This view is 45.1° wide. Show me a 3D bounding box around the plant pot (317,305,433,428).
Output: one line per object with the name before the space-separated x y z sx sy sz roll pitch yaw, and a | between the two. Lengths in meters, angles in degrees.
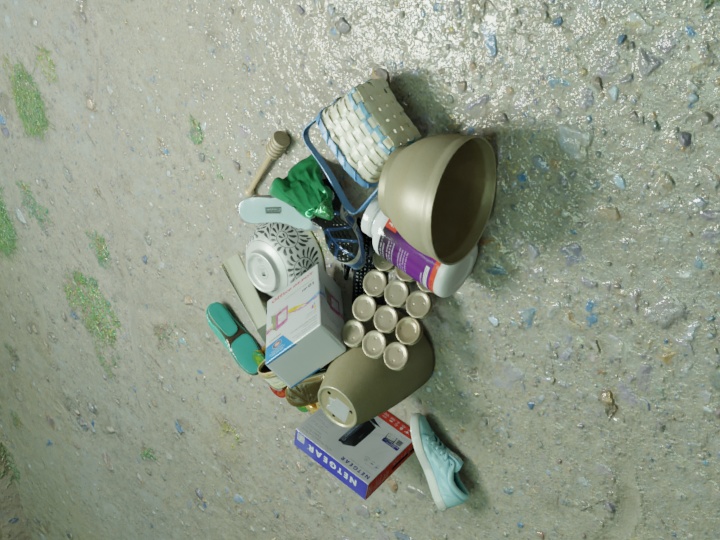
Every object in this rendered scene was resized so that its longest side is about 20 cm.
plant pot | 0.013 0.202 1.648 0.184 0.200 0.191 23 133 27

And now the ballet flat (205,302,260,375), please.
ballet flat | -0.295 0.163 2.043 0.201 0.067 0.070 53 162 6

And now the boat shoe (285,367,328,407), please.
boat shoe | -0.061 0.232 1.815 0.195 0.065 0.075 -9 109 8

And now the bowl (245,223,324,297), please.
bowl | -0.176 -0.014 1.793 0.198 0.094 0.205 22 127 32

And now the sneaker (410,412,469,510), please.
sneaker | 0.163 0.373 1.731 0.080 0.074 0.204 -20 95 17

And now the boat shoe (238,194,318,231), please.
boat shoe | -0.142 -0.119 1.717 0.194 0.068 0.076 -2 103 17

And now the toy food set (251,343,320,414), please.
toy food set | -0.151 0.240 1.925 0.195 0.049 0.203 3 129 46

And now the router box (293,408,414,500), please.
router box | -0.007 0.348 1.781 0.198 0.178 0.050 31 133 25

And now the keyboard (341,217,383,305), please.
keyboard | 0.000 0.000 1.674 0.103 0.039 0.204 25 128 30

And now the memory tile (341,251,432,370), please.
memory tile | 0.058 0.066 1.583 0.151 0.017 0.204 23 87 28

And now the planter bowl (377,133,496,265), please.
planter bowl | 0.112 -0.126 1.373 0.133 0.199 0.205 20 126 33

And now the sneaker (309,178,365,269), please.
sneaker | -0.045 -0.083 1.617 0.075 0.077 0.203 -28 58 11

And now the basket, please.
basket | -0.002 -0.213 1.475 0.199 0.138 0.178 -35 88 40

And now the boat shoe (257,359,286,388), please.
boat shoe | -0.132 0.174 1.783 0.199 0.066 0.075 -40 41 23

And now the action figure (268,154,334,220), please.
action figure | -0.091 -0.138 1.576 0.055 0.118 0.200 44 -177 -33

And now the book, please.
book | -0.225 0.080 1.853 0.201 0.047 0.135 57 171 36

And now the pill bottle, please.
pill bottle | 0.098 -0.049 1.497 0.198 0.112 0.114 34 133 23

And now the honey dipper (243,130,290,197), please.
honey dipper | -0.196 -0.206 1.741 0.038 0.038 0.200 51 139 7

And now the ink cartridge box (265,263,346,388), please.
ink cartridge box | -0.109 0.105 1.687 0.143 0.202 0.085 -35 119 17
